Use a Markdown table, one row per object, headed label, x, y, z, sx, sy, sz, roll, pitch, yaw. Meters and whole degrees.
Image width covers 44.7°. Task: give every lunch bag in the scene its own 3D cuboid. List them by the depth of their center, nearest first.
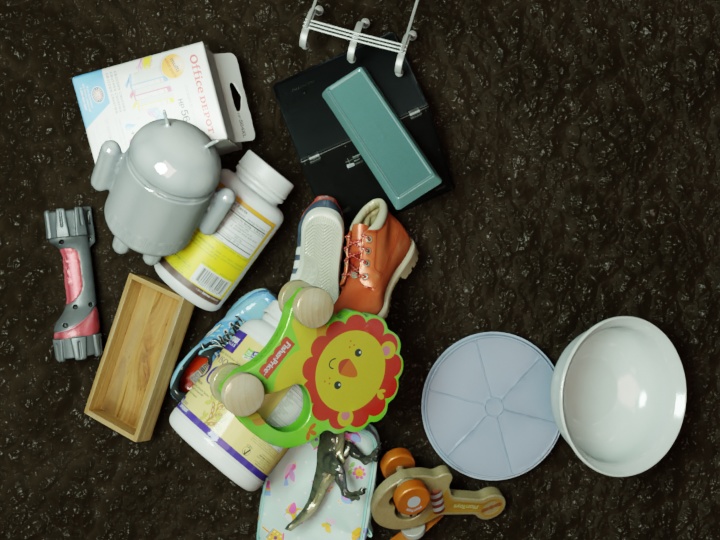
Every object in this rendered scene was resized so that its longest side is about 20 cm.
| label | x | y | z | sx | sy | sz | roll | pitch | yaw |
| --- | --- | --- | --- | --- | --- | --- | --- | --- | --- |
| lunch bag | -0.053 | 0.298 | 1.188 | 0.157 | 0.077 | 0.204 | 10 | 92 | -1 |

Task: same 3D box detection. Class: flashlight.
| label | x | y | z | sx | sy | sz | roll | pitch | yaw |
| --- | --- | --- | --- | --- | --- | --- | --- | --- | --- |
| flashlight | -0.393 | 0.018 | 1.186 | 0.067 | 0.068 | 0.204 | -7 | 93 | 12 |

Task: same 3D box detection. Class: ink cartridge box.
| label | x | y | z | sx | sy | sz | roll | pitch | yaw |
| --- | --- | --- | --- | --- | --- | --- | --- | --- | --- |
| ink cartridge box | -0.247 | -0.208 | 1.143 | 0.196 | 0.125 | 0.131 | -16 | 92 | 2 |

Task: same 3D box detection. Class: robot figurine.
| label | x | y | z | sx | sy | sz | roll | pitch | yaw |
| --- | --- | --- | --- | --- | --- | --- | --- | --- | --- |
| robot figurine | -0.236 | -0.098 | 1.047 | 0.167 | 0.114 | 0.201 | 18 | 130 | -21 |

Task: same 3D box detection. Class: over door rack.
| label | x | y | z | sx | sy | sz | roll | pitch | yaw |
| --- | --- | --- | --- | --- | --- | --- | --- | --- | --- |
| over door rack | 0.014 | -0.367 | 1.165 | 0.145 | 0.067 | 0.204 | 15 | 79 | 3 |

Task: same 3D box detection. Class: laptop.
| label | x | y | z | sx | sy | sz | roll | pitch | yaw |
| --- | --- | --- | --- | --- | --- | --- | --- | --- | --- |
| laptop | 0.005 | -0.183 | 1.199 | 0.184 | 0.116 | 0.202 | -22 | 121 | 2 |

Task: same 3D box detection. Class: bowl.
| label | x | y | z | sx | sy | sz | roll | pitch | yaw |
| --- | --- | --- | --- | --- | --- | --- | --- | --- | --- |
| bowl | 0.323 | 0.161 | 1.155 | 0.197 | 0.090 | 0.205 | 0 | 89 | -21 |

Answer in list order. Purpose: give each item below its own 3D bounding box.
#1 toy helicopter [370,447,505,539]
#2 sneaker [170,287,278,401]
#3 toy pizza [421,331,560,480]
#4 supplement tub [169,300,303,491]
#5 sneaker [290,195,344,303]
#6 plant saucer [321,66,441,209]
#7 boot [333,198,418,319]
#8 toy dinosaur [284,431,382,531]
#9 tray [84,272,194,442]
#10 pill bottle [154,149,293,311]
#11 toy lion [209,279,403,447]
| label | x | y | z | sx | sy | sz | roll | pitch | yaw |
| --- | --- | --- | --- | --- | --- | --- | --- | --- | --- |
| toy helicopter | 0.105 | 0.319 | 1.178 | 0.197 | 0.079 | 0.134 | 8 | 116 | -22 |
| sneaker | -0.179 | 0.109 | 1.174 | 0.078 | 0.090 | 0.200 | 43 | 91 | -1 |
| toy pizza | 0.181 | 0.185 | 1.202 | 0.196 | 0.032 | 0.205 | 0 | 91 | 1 |
| supplement tub | -0.126 | 0.154 | 1.100 | 0.145 | 0.145 | 0.201 | 39 | 78 | -1 |
| sneaker | -0.058 | -0.008 | 1.176 | 0.074 | 0.085 | 0.203 | 12 | 121 | -7 |
| plant saucer | 0.024 | -0.175 | 1.124 | 0.069 | 0.019 | 0.202 | -31 | 71 | -1 |
| boot | 0.000 | 0.000 | 1.117 | 0.074 | 0.201 | 0.108 | 0 | 134 | 34 |
| toy dinosaur | -0.026 | 0.248 | 1.125 | 0.087 | 0.047 | 0.204 | 16 | 84 | 17 |
| tray | -0.299 | 0.117 | 1.187 | 0.097 | 0.037 | 0.203 | 20 | 94 | 24 |
| pill bottle | -0.176 | -0.055 | 1.157 | 0.109 | 0.109 | 0.201 | 37 | 92 | -1 |
| toy lion | -0.048 | 0.123 | 1.025 | 0.192 | 0.068 | 0.201 | 46 | 76 | -24 |
